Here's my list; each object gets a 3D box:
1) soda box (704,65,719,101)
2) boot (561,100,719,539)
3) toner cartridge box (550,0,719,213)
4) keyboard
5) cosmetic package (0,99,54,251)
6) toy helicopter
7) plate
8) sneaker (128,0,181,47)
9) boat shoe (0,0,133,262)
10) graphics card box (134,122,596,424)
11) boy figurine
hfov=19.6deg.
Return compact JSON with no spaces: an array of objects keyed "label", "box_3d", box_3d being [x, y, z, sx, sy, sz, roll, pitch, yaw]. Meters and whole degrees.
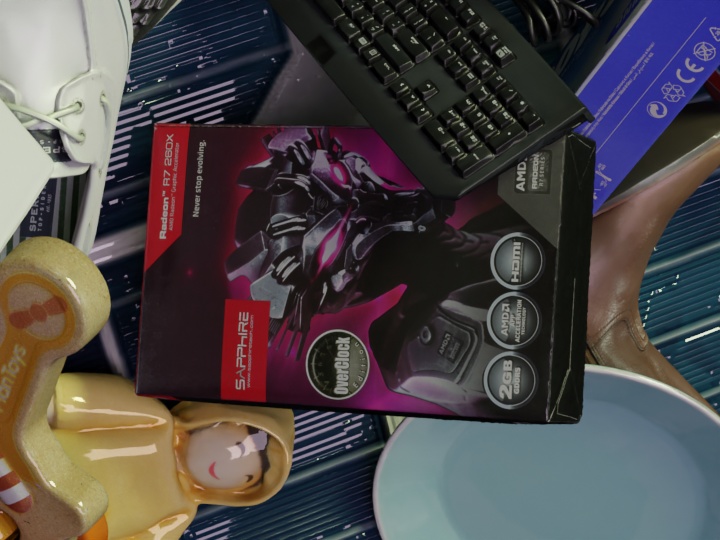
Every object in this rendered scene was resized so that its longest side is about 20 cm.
[{"label":"soda box","box_3d":[0.171,-0.142,0.995,0.063,0.070,0.200,-41,117,-2]},{"label":"boot","box_3d":[0.153,0.036,1.054,0.186,0.064,0.200,-35,114,9]},{"label":"toner cartridge box","box_3d":[0.118,-0.090,0.922,0.043,0.095,0.200,29,136,-7]},{"label":"keyboard","box_3d":[0.021,-0.124,0.883,0.104,0.200,0.040,-32,149,-11]},{"label":"cosmetic package","box_3d":[-0.260,-0.041,0.787,0.200,0.165,0.165,51,42,-26]},{"label":"toy helicopter","box_3d":[-0.157,0.056,0.857,0.132,0.079,0.200,35,129,7]},{"label":"plate","box_3d":[0.106,0.116,1.048,0.200,0.026,0.201,6,130,7]},{"label":"sneaker","box_3d":[-0.100,-0.149,0.904,0.200,0.073,0.072,-31,129,8]},{"label":"boat shoe","box_3d":[-0.131,-0.062,0.877,0.073,0.067,0.200,-2,130,-4]},{"label":"graphics card box","box_3d":[0.000,0.000,0.909,0.199,0.051,0.126,3,86,23]},{"label":"boy figurine","box_3d":[-0.124,0.106,0.980,0.199,0.064,0.125,-12,109,-12]}]
